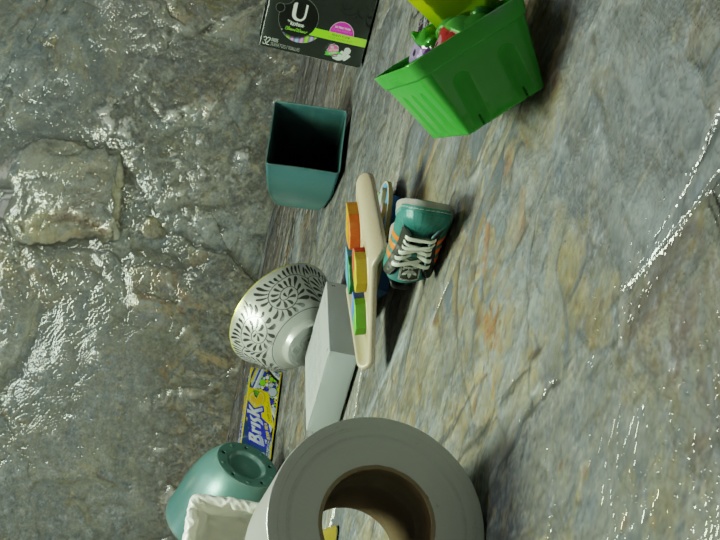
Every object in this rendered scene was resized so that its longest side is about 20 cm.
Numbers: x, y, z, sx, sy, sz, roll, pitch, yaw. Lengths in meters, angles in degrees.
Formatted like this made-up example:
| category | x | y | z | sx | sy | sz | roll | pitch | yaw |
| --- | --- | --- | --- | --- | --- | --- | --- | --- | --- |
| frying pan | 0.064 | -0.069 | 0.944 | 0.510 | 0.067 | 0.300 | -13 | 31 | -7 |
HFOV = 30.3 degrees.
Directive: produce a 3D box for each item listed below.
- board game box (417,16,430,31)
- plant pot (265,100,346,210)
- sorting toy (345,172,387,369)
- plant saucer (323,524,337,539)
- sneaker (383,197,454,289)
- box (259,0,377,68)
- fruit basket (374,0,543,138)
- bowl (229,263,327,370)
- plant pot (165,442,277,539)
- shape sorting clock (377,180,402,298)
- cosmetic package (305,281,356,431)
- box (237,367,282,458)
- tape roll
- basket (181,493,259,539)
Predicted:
| category | x | y | z | sx | sy | sz | roll | pitch | yaw |
| --- | --- | --- | --- | --- | --- | --- | --- | --- | --- |
| board game box | 0.104 | -0.302 | 1.765 | 0.200 | 0.032 | 0.121 | 148 | 128 | -77 |
| plant pot | -0.111 | -0.209 | 2.586 | 0.200 | 0.140 | 0.142 | 104 | 173 | -64 |
| sorting toy | 0.000 | 0.000 | 1.762 | 0.186 | 0.036 | 0.201 | -99 | 12 | -51 |
| plant saucer | -0.086 | 0.474 | 1.927 | 0.200 | 0.048 | 0.201 | 130 | 150 | -69 |
| sneaker | 0.066 | -0.028 | 1.559 | 0.200 | 0.071 | 0.081 | 107 | 171 | -76 |
| box | -0.081 | -0.488 | 2.519 | 0.124 | 0.199 | 0.149 | -97 | 20 | -65 |
| fruit basket | 0.087 | -0.247 | 1.332 | 0.216 | 0.155 | 0.216 | 57 | 174 | 9 |
| bowl | -0.109 | 0.097 | 2.203 | 0.094 | 0.200 | 0.202 | 42 | 127 | 39 |
| plant pot | -0.243 | 0.422 | 2.493 | 0.162 | 0.199 | 0.201 | -61 | 17 | 25 |
| shape sorting clock | 0.019 | -0.030 | 1.909 | 0.200 | 0.039 | 0.202 | -168 | 90 | -80 |
| cosmetic package | -0.046 | 0.133 | 2.065 | 0.200 | 0.051 | 0.152 | -95 | 16 | -59 |
| box | -0.212 | 0.308 | 2.768 | 0.064 | 0.070 | 0.201 | 112 | 165 | -58 |
| tape roll | 0.000 | 0.251 | 1.228 | 0.139 | 0.201 | 0.204 | 119 | 160 | -61 |
| basket | -0.195 | 0.465 | 2.126 | 0.161 | 0.197 | 0.202 | 145 | 135 | -79 |
